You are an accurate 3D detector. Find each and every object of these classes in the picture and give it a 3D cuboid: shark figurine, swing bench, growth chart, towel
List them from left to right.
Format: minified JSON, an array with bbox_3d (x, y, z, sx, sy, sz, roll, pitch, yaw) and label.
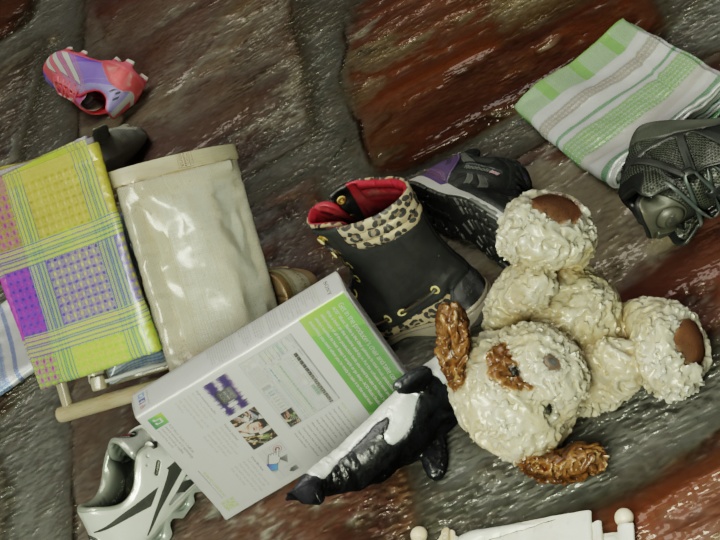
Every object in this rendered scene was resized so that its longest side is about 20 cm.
[{"bbox_3d":[-0.381,0.078,1.737,0.200,0.024,0.147,-34,35,1],"label":"towel"},{"bbox_3d":[-0.255,-0.008,1.408,0.144,0.200,0.023,-18,0,28],"label":"towel"},{"bbox_3d":[-0.332,-0.096,1.863,0.214,0.090,0.128,-30,0,-6],"label":"shark figurine"},{"bbox_3d":[-0.189,0.012,1.457,0.200,0.199,0.130,-17,-1,34],"label":"swing bench"},{"bbox_3d":[0.108,0.231,1.152,0.200,0.018,0.145,-12,41,29],"label":"growth chart"},{"bbox_3d":[0.239,-0.160,1.496,0.149,0.031,0.200,-36,34,-3],"label":"towel"}]

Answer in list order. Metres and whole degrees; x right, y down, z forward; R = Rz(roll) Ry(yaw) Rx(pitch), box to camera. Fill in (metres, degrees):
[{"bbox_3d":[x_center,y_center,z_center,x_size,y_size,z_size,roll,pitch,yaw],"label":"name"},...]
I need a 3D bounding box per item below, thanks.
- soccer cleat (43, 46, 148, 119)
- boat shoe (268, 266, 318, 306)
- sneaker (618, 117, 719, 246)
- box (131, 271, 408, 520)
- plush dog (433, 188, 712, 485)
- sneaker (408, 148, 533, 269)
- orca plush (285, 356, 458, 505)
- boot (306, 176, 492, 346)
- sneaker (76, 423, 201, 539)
[{"bbox_3d":[-0.349,-0.233,2.048,0.200,0.067,0.077,12,61,44],"label":"soccer cleat"},{"bbox_3d":[-0.127,0.041,1.542,0.200,0.071,0.065,-13,5,36],"label":"boat shoe"},{"bbox_3d":[0.294,-0.075,1.313,0.199,0.076,0.114,-5,46,40],"label":"sneaker"},{"bbox_3d":[-0.066,0.105,1.335,0.200,0.144,0.036,-30,36,6],"label":"box"},{"bbox_3d":[0.134,0.066,1.223,0.172,0.200,0.160,-45,1,-31],"label":"plush dog"},{"bbox_3d":[0.125,-0.066,1.446,0.088,0.076,0.200,-37,34,-13],"label":"sneaker"},{"bbox_3d":[0.038,0.135,1.275,0.071,0.105,0.200,44,49,17],"label":"orca plush"},{"bbox_3d":[0.000,0.000,1.399,0.200,0.151,0.073,-11,41,32],"label":"boot"},{"bbox_3d":[-0.171,0.158,1.412,0.074,0.089,0.200,-1,45,42],"label":"sneaker"}]
